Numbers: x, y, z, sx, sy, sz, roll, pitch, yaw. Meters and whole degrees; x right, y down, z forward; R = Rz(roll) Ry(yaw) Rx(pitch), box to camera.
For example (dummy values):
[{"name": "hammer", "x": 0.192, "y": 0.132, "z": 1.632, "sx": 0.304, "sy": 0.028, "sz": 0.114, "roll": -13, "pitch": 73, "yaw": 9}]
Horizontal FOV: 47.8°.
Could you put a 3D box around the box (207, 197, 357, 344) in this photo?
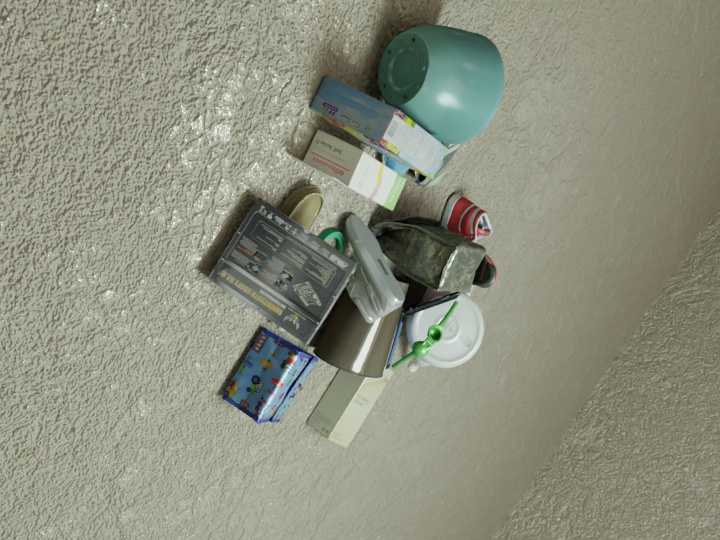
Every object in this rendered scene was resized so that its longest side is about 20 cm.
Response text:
[{"name": "box", "x": -0.126, "y": 0.002, "z": 1.338, "sx": 0.160, "sy": 0.198, "sz": 0.048, "roll": -58, "pitch": 180, "yaw": -4}]

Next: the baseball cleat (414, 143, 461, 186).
[{"name": "baseball cleat", "x": 0.167, "y": -0.261, "z": 1.641, "sx": 0.106, "sy": 0.069, "sz": 0.203, "roll": -11, "pitch": 124, "yaw": -68}]

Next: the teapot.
[{"name": "teapot", "x": 0.196, "y": 0.129, "z": 1.922, "sx": 0.146, "sy": 0.196, "sz": 0.201, "roll": 170, "pitch": -91, "yaw": -87}]

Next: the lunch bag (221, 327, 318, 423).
[{"name": "lunch bag", "x": -0.158, "y": 0.214, "z": 1.573, "sx": 0.152, "sy": 0.093, "sz": 0.200, "roll": -59, "pitch": 160, "yaw": -5}]

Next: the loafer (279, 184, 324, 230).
[{"name": "loafer", "x": -0.122, "y": -0.058, "z": 1.412, "sx": 0.201, "sy": 0.067, "sz": 0.076, "roll": -55, "pitch": 148, "yaw": -8}]

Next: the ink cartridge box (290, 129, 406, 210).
[{"name": "ink cartridge box", "x": -0.018, "y": -0.179, "z": 1.416, "sx": 0.199, "sy": 0.116, "sz": 0.068, "roll": 20, "pitch": 98, "yaw": -58}]

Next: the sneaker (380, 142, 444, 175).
[{"name": "sneaker", "x": 0.116, "y": -0.252, "z": 1.570, "sx": 0.201, "sy": 0.089, "sz": 0.079, "roll": -53, "pitch": 146, "yaw": -10}]

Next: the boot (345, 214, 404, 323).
[{"name": "boot", "x": 0.000, "y": 0.000, "z": 1.562, "sx": 0.095, "sy": 0.202, "sz": 0.073, "roll": -34, "pitch": 163, "yaw": 26}]

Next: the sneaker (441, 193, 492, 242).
[{"name": "sneaker", "x": 0.231, "y": -0.061, "z": 1.853, "sx": 0.071, "sy": 0.112, "sz": 0.203, "roll": -19, "pitch": 129, "yaw": -45}]

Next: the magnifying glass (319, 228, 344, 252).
[{"name": "magnifying glass", "x": -0.082, "y": 0.016, "z": 1.566, "sx": 0.079, "sy": 0.022, "sz": 0.203, "roll": 5, "pitch": 111, "yaw": -55}]

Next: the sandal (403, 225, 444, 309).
[{"name": "sandal", "x": 0.132, "y": -0.009, "z": 1.811, "sx": 0.054, "sy": 0.082, "sz": 0.202, "roll": 24, "pitch": 102, "yaw": -35}]

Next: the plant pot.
[{"name": "plant pot", "x": 0.127, "y": -0.337, "z": 1.436, "sx": 0.159, "sy": 0.200, "sz": 0.204, "roll": 5, "pitch": 112, "yaw": -42}]

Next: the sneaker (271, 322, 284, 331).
[{"name": "sneaker", "x": -0.113, "y": 0.028, "z": 1.490, "sx": 0.080, "sy": 0.070, "sz": 0.203, "roll": -15, "pitch": 127, "yaw": -44}]

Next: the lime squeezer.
[{"name": "lime squeezer", "x": 0.145, "y": 0.147, "z": 1.726, "sx": 0.200, "sy": 0.038, "sz": 0.071, "roll": -47, "pitch": 174, "yaw": 4}]

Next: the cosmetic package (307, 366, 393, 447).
[{"name": "cosmetic package", "x": -0.021, "y": 0.280, "z": 1.806, "sx": 0.202, "sy": 0.073, "sz": 0.103, "roll": -57, "pitch": 147, "yaw": -4}]

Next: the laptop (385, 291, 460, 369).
[{"name": "laptop", "x": 0.134, "y": 0.129, "z": 1.754, "sx": 0.197, "sy": 0.105, "sz": 0.177, "roll": -19, "pitch": 174, "yaw": 2}]

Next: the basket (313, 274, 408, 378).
[{"name": "basket", "x": 0.011, "y": 0.098, "z": 1.662, "sx": 0.179, "sy": 0.135, "sz": 0.203, "roll": 15, "pitch": 99, "yaw": -50}]

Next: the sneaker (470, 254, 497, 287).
[{"name": "sneaker", "x": 0.253, "y": -0.010, "z": 1.746, "sx": 0.086, "sy": 0.200, "sz": 0.075, "roll": 18, "pitch": 99, "yaw": -26}]

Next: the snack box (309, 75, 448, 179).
[{"name": "snack box", "x": 0.035, "y": -0.242, "z": 1.394, "sx": 0.199, "sy": 0.168, "sz": 0.068, "roll": 19, "pitch": 101, "yaw": -56}]

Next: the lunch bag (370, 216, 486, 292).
[{"name": "lunch bag", "x": 0.131, "y": -0.045, "z": 1.651, "sx": 0.163, "sy": 0.198, "sz": 0.119, "roll": 6, "pitch": 110, "yaw": -59}]
